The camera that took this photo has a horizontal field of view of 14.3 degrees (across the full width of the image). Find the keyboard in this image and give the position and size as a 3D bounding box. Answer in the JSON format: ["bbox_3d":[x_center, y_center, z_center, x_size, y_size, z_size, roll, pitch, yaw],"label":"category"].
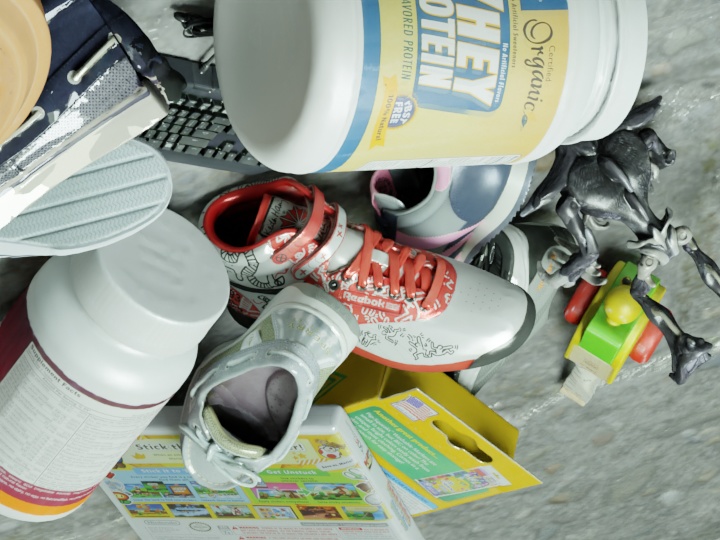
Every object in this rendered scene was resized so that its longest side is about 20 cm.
[{"bbox_3d":[-0.094,-0.101,1.612,0.200,0.021,0.127,8,139,-40],"label":"keyboard"}]

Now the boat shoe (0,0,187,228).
[{"bbox_3d":[-0.197,-0.078,1.513,0.200,0.075,0.093,-34,105,4],"label":"boat shoe"}]

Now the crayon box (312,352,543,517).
[{"bbox_3d":[0.011,0.108,1.869,0.200,0.052,0.126,-18,135,42],"label":"crayon box"}]

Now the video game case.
[{"bbox_3d":[-0.074,0.144,1.888,0.199,0.023,0.182,-1,144,23],"label":"video game case"}]

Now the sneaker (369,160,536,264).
[{"bbox_3d":[0.034,-0.032,1.771,0.082,0.070,0.200,18,137,-16],"label":"sneaker"}]

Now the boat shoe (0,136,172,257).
[{"bbox_3d":[-0.206,-0.043,1.597,0.199,0.074,0.067,-6,-174,-9],"label":"boat shoe"}]

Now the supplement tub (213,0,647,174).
[{"bbox_3d":[0.037,-0.127,1.531,0.199,0.145,0.145,-4,145,-27],"label":"supplement tub"}]

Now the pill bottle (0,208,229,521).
[{"bbox_3d":[-0.165,0.054,1.720,0.109,0.110,0.200,5,140,-37],"label":"pill bottle"}]

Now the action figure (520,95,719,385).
[{"bbox_3d":[0.165,-0.028,1.791,0.119,0.200,0.102,-39,-168,-17],"label":"action figure"}]

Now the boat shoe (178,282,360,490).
[{"bbox_3d":[-0.066,0.081,1.732,0.065,0.074,0.202,-55,-174,-39],"label":"boat shoe"}]

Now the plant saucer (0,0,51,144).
[{"bbox_3d":[-0.246,-0.087,1.392,0.200,0.032,0.201,-17,149,-11],"label":"plant saucer"}]

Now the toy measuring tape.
[{"bbox_3d":[0.172,0.039,1.966,0.073,0.074,0.200,-17,165,-7],"label":"toy measuring tape"}]

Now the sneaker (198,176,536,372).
[{"bbox_3d":[-0.001,0.001,1.711,0.201,0.067,0.108,8,150,21],"label":"sneaker"}]

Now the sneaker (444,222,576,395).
[{"bbox_3d":[0.081,0.040,1.890,0.079,0.074,0.200,-10,149,-34],"label":"sneaker"}]
